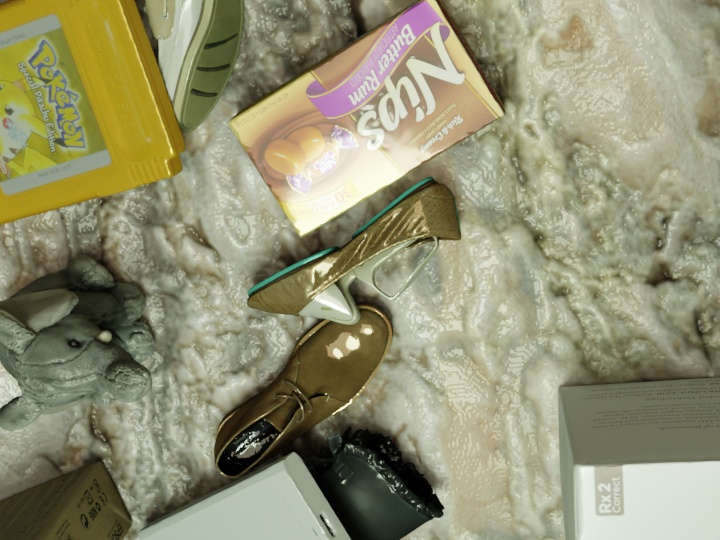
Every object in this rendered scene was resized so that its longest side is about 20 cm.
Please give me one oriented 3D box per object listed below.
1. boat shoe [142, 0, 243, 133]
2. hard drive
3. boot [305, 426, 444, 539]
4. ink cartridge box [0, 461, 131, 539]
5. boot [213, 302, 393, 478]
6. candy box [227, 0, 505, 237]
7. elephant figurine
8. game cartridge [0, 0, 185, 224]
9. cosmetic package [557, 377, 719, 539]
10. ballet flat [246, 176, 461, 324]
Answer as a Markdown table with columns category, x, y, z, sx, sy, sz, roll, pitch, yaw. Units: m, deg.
| category | x | y | z | sx | sy | sz | roll | pitch | yaw |
| --- | --- | --- | --- | --- | --- | --- | --- | --- | --- |
| boat shoe | -0.138 | -0.215 | 1.183 | 0.068 | 0.075 | 0.200 | 21 | 107 | 19 |
| hard drive | -0.094 | 0.249 | 1.253 | 0.200 | 0.026 | 0.132 | -30 | 92 | 37 |
| boot | 0.006 | 0.247 | 1.279 | 0.162 | 0.073 | 0.198 | -43 | 91 | 16 |
| ink cartridge box | -0.301 | 0.254 | 1.237 | 0.165 | 0.200 | 0.075 | -23 | 100 | 10 |
| boot | -0.049 | 0.110 | 1.250 | 0.200 | 0.075 | 0.074 | -43 | 96 | 11 |
| candy box | 0.006 | -0.129 | 1.197 | 0.200 | 0.056 | 0.117 | -30 | 100 | 12 |
| elephant figurine | -0.251 | 0.067 | 1.187 | 0.155 | 0.200 | 0.142 | -43 | 98 | 12 |
| game cartridge | -0.254 | -0.141 | 1.195 | 0.200 | 0.032 | 0.177 | -13 | 103 | 27 |
| cosmetic package | 0.252 | 0.196 | 1.184 | 0.165 | 0.200 | 0.165 | -4 | 104 | 5 |
| ballet flat | 0.000 | 0.000 | 1.221 | 0.200 | 0.068 | 0.072 | -32 | 82 | 6 |
